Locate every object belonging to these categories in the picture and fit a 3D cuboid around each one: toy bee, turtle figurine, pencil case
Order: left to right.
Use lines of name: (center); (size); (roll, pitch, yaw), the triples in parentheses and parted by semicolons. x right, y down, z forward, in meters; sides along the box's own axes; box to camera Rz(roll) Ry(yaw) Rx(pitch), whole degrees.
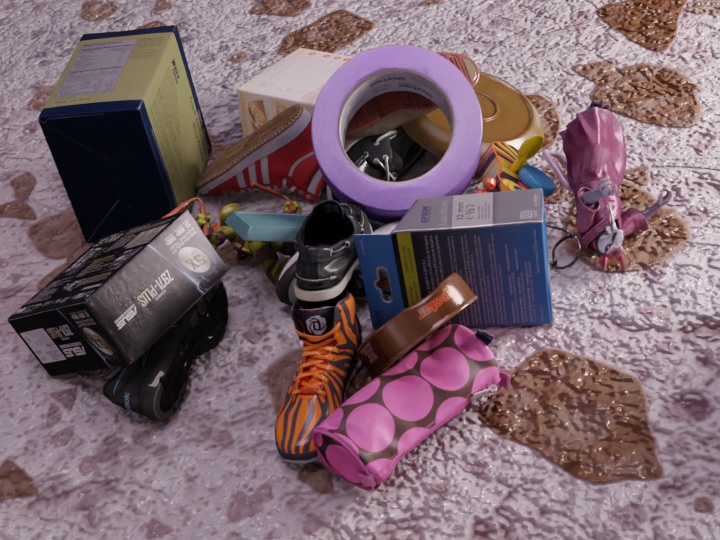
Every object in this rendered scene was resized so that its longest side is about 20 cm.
turtle figurine: (-0.131, -0.038, 1.480); (0.199, 0.065, 0.161); (-12, 38, -44)
pencil case: (0.051, 0.136, 1.217); (0.200, 0.091, 0.094); (-36, 61, -24)
toy bee: (0.176, -0.098, 1.429); (0.108, 0.132, 0.200); (21, 8, -31)

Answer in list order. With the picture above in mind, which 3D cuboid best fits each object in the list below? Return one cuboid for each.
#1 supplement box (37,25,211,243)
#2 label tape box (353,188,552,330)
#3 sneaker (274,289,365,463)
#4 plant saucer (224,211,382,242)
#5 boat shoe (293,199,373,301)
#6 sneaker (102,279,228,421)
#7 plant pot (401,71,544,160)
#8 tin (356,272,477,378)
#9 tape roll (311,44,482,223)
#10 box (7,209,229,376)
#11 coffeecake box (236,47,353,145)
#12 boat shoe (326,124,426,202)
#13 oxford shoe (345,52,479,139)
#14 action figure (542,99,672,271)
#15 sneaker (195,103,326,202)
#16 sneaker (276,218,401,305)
supplement box: (-0.296, -0.177, 1.591); (0.133, 0.201, 0.201); (-3, 40, 11)
label tape box: (0.103, -0.008, 1.326); (0.198, 0.144, 0.066); (-3, 40, 12)
sneaker: (-0.051, 0.095, 1.267); (0.077, 0.113, 0.201); (0, 41, 16)
plant saucer: (-0.055, -0.050, 1.441); (0.198, 0.019, 0.070); (2, 19, -29)
boat shoe: (-0.033, -0.041, 1.329); (0.074, 0.067, 0.200); (2, 28, 17)
sneaker: (-0.212, 0.077, 1.363); (0.079, 0.076, 0.201); (5, 42, 24)
plant pot: (0.145, -0.205, 1.593); (0.198, 0.028, 0.201); (8, 42, -7)
tin: (0.054, 0.056, 1.240); (0.112, 0.200, 0.042); (-32, 84, -15)
tape roll: (0.043, -0.159, 1.445); (0.198, 0.066, 0.202); (-1, 77, 5)
box: (-0.271, 0.028, 1.366); (0.199, 0.086, 0.164); (-12, 28, 49)
coffeecake box: (-0.042, -0.230, 1.675); (0.199, 0.074, 0.153); (15, 38, 30)
boat shoe: (0.028, -0.142, 1.563); (0.060, 0.076, 0.200); (9, 44, 33)
oxford shoe: (0.051, -0.215, 1.529); (0.198, 0.074, 0.071); (-17, 78, -1)
action figure: (0.265, -0.087, 1.412); (0.148, 0.133, 0.202); (-24, 55, 42)
sneaker: (-0.116, -0.125, 1.600); (0.199, 0.112, 0.072); (-27, 32, 32)
sneaker: (0.000, 0.000, 1.404); (0.198, 0.074, 0.080); (-16, 44, -5)
